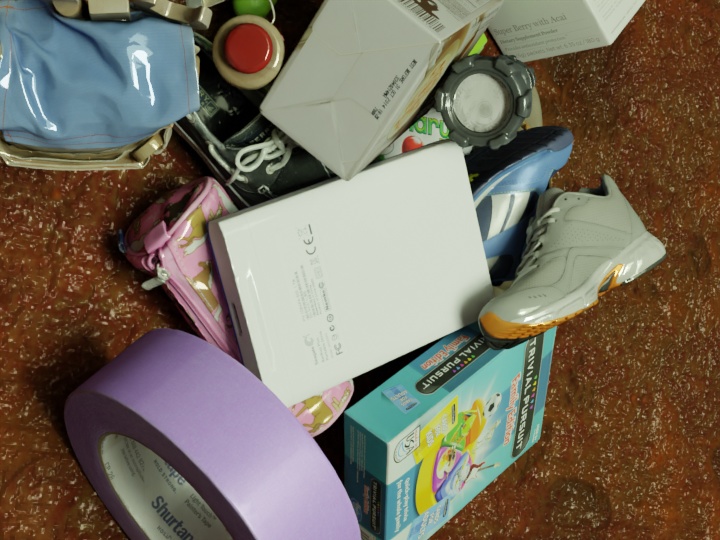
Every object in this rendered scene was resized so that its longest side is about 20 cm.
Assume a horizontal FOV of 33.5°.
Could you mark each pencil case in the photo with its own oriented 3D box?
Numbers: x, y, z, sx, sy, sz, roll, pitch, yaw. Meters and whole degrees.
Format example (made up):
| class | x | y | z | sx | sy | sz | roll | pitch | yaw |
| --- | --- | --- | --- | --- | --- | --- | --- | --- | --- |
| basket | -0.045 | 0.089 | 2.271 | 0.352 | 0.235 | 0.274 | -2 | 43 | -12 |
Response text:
| class | x | y | z | sx | sy | sz | roll | pitch | yaw |
| --- | --- | --- | --- | --- | --- | --- | --- | --- | --- |
| pencil case | -0.082 | 0.033 | 0.834 | 0.086 | 0.083 | 0.200 | -42 | 116 | -17 |

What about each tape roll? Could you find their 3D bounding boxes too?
| class | x | y | z | sx | sy | sz | roll | pitch | yaw |
| --- | --- | --- | --- | --- | --- | --- | --- | --- | --- |
| tape roll | -0.094 | 0.135 | 0.746 | 0.066 | 0.199 | 0.201 | -41 | 114 | -32 |

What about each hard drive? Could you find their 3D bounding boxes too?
| class | x | y | z | sx | sy | sz | roll | pitch | yaw |
| --- | --- | --- | --- | --- | --- | --- | --- | --- | --- |
| hard drive | 0.000 | 0.000 | 0.823 | 0.199 | 0.025 | 0.133 | -22 | 105 | -31 |

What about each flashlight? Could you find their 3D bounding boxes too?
| class | x | y | z | sx | sy | sz | roll | pitch | yaw |
| --- | --- | --- | --- | --- | --- | --- | --- | --- | --- |
| flashlight | 0.103 | -0.135 | 0.906 | 0.068 | 0.067 | 0.200 | -61 | 174 | 18 |

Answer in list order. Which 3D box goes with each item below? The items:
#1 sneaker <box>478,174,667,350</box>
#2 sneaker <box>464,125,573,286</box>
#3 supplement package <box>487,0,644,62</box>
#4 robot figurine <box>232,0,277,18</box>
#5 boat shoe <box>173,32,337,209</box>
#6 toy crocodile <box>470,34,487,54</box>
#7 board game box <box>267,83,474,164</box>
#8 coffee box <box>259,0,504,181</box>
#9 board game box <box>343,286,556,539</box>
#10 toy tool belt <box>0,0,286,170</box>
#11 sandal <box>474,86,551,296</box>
| class | x | y | z | sx | sy | sz | roll | pitch | yaw |
| --- | --- | --- | --- | --- | --- | --- | --- | --- | --- |
| sneaker | 0.144 | -0.010 | 0.897 | 0.199 | 0.076 | 0.092 | -27 | 86 | -43 |
| sneaker | 0.102 | -0.039 | 0.946 | 0.200 | 0.074 | 0.082 | -44 | 115 | -21 |
| supplement package | 0.145 | -0.293 | 0.995 | 0.120 | 0.121 | 0.200 | -50 | 118 | -27 |
| robot figurine | -0.064 | -0.265 | 0.827 | 0.199 | 0.116 | 0.176 | 0 | 118 | -35 |
| boat shoe | -0.070 | -0.091 | 0.822 | 0.074 | 0.068 | 0.200 | -44 | 102 | -15 |
| toy crocodile | 0.038 | -0.242 | 0.954 | 0.200 | 0.062 | 0.068 | 50 | 62 | -32 |
| board game box | 0.006 | -0.071 | 0.935 | 0.199 | 0.035 | 0.127 | 5 | 86 | -39 |
| coffee box | 0.021 | -0.153 | 0.830 | 0.080 | 0.115 | 0.200 | 38 | 26 | 2 |
| board game box | 0.071 | 0.122 | 0.933 | 0.200 | 0.047 | 0.152 | -34 | 140 | -34 |
| toy tool belt | -0.142 | -0.124 | 0.715 | 0.198 | 0.123 | 0.126 | -7 | 95 | -3 |
| sandal | 0.133 | -0.074 | 1.024 | 0.080 | 0.054 | 0.202 | 12 | 81 | -38 |
